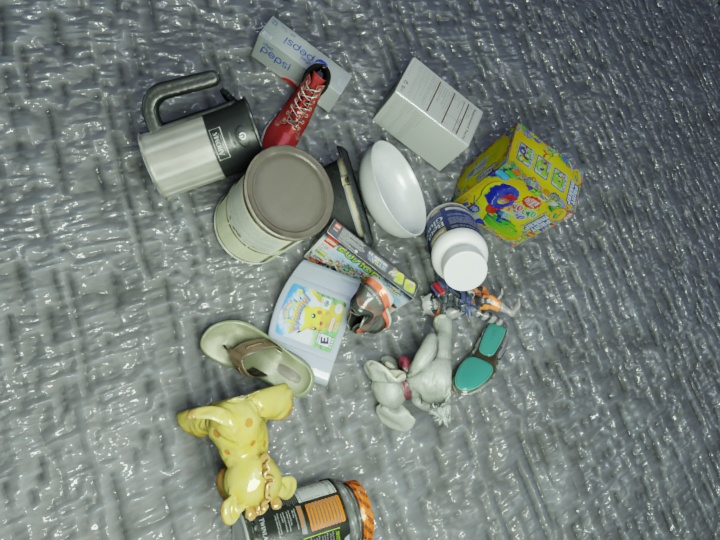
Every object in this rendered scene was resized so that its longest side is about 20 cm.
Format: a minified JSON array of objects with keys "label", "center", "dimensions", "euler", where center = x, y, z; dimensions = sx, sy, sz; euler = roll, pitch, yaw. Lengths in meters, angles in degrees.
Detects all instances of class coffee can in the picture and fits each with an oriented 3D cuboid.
[{"label":"coffee can","center":[-0.151,-0.101,0.889],"dimensions":[0.144,0.199,0.149],"euler":[6,77,-28]}]

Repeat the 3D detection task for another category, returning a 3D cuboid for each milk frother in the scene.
[{"label":"milk frother","center":[-0.271,-0.231,0.932],"dimensions":[0.185,0.200,0.183],"euler":[-19,89,-6]}]

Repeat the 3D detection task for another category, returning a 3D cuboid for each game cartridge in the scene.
[{"label":"game cartridge","center":[-0.089,0.086,0.943],"dimensions":[0.131,0.041,0.203],"euler":[18,69,-1]}]

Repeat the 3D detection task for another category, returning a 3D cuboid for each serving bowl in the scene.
[{"label":"serving bowl","center":[0.056,-0.154,1.077],"dimensions":[0.199,0.065,0.203],"euler":[35,44,-42]}]

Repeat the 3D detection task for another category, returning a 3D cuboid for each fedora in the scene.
[{"label":"fedora","center":[-0.042,-0.128,1.013],"dimensions":[0.090,0.201,0.204],"euler":[-17,79,4]}]

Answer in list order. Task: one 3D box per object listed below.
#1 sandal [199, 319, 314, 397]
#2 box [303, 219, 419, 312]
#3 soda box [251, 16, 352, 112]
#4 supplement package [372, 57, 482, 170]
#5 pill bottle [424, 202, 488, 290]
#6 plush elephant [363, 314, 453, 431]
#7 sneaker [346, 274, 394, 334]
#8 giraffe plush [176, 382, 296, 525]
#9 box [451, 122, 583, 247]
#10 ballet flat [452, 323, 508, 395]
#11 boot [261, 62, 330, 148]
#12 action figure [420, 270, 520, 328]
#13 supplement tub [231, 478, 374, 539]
[{"label":"sandal","center":[-0.165,0.141,0.864],"dimensions":[0.198,0.057,0.081],"euler":[25,90,1]},{"label":"box","center":[0.000,0.000,0.992],"dimensions":[0.199,0.110,0.035],"euler":[37,54,-10]},{"label":"soda box","center":[-0.121,-0.422,1.101],"dimensions":[0.199,0.068,0.064],"euler":[33,60,-14]},{"label":"supplement package","center":[0.149,-0.342,1.182],"dimensions":[0.199,0.117,0.118],"euler":[34,61,-13]},{"label":"pill bottle","center":[0.189,-0.047,1.051],"dimensions":[0.110,0.112,0.201],"euler":[28,25,-15]},{"label":"plush elephant","center":[0.087,0.197,0.961],"dimensions":[0.152,0.167,0.201],"euler":[1,30,10]},{"label":"sneaker","center":[0.004,0.075,0.934],"dimensions":[0.082,0.201,0.077],"euler":[-39,71,-16]},{"label":"giraffe plush","center":[-0.163,0.263,0.769],"dimensions":[0.170,0.200,0.165],"euler":[-11,80,-21]},{"label":"box","center":[0.341,-0.180,1.176],"dimensions":[0.191,0.200,0.123],"euler":[30,62,-13]},{"label":"ballet flat","center":[0.246,0.192,1.077],"dimensions":[0.072,0.072,0.200],"euler":[47,53,-5]},{"label":"boot","center":[-0.123,-0.300,1.015],"dimensions":[0.072,0.144,0.202],"euler":[30,63,-16]},{"label":"action figure","center":[0.213,0.074,1.059],"dimensions":[0.190,0.201,0.106],"euler":[2,112,-4]},{"label":"supplement tub","center":[-0.086,0.393,0.809],"dimensions":[0.197,0.122,0.125],"euler":[-4,74,-28]}]
